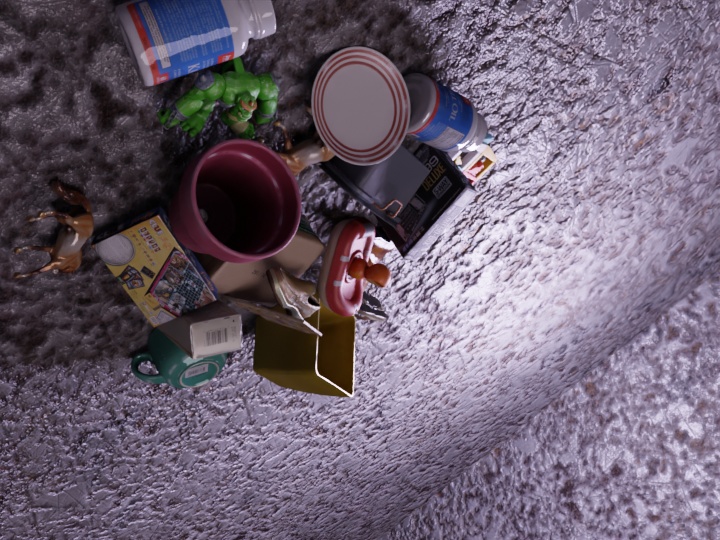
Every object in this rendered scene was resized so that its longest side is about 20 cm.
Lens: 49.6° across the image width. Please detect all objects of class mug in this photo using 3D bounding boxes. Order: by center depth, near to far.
[{"bbox_3d":[-0.371,0.187,1.654,0.185,0.115,0.152,-42,146,14],"label":"mug"}]

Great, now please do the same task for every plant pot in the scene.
[{"bbox_3d":[-0.228,-0.105,1.309,0.199,0.201,0.179,-4,176,-36],"label":"plant pot"},{"bbox_3d":[-0.131,0.171,1.753,0.176,0.201,0.200,-8,154,21],"label":"plant pot"}]

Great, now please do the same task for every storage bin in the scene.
[{"bbox_3d":[0.043,-0.186,1.505,0.134,0.146,0.200,-50,144,8],"label":"storage bin"}]

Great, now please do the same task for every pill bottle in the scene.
[{"bbox_3d":[-0.224,-0.339,1.079,0.199,0.112,0.112,-23,146,-13],"label":"pill bottle"},{"bbox_3d":[0.151,-0.289,1.471,0.200,0.112,0.112,11,128,-48],"label":"pill bottle"}]

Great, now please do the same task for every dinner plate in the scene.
[{"bbox_3d":[0.000,-0.282,1.342,0.200,0.024,0.201,-2,93,-31],"label":"dinner plate"}]

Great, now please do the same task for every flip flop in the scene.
[{"bbox_3d":[0.000,0.086,1.879,0.057,0.081,0.200,-26,155,18],"label":"flip flop"}]

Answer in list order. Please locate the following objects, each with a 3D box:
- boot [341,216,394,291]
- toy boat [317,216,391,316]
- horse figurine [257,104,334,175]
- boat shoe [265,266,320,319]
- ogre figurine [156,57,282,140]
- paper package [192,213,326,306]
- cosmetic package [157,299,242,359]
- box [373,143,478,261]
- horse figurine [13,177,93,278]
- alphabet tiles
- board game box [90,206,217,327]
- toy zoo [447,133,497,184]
[{"bbox_3d":[-0.019,-0.027,1.725,0.188,0.069,0.200,-7,141,-50],"label":"boot"},{"bbox_3d":[0.000,0.000,1.557,0.130,0.130,0.201,-20,128,-62],"label":"toy boat"},{"bbox_3d":[-0.094,-0.228,1.391,0.200,0.050,0.133,-28,138,0],"label":"horse figurine"},{"bbox_3d":[-0.124,0.037,1.514,0.076,0.072,0.200,-19,158,3],"label":"boat shoe"},{"bbox_3d":[-0.208,-0.267,1.224,0.199,0.098,0.120,11,148,-28],"label":"ogre figurine"},{"bbox_3d":[-0.203,-0.038,1.511,0.191,0.104,0.200,-46,144,20],"label":"paper package"},{"bbox_3d":[-0.315,0.098,1.502,0.103,0.200,0.073,-10,108,-30],"label":"cosmetic package"},{"bbox_3d":[0.126,-0.144,1.597,0.050,0.158,0.200,12,128,-47],"label":"box"},{"bbox_3d":[-0.494,-0.058,1.286,0.132,0.050,0.200,-7,135,-53],"label":"horse figurine"},{"bbox_3d":[-0.167,0.095,1.556,0.200,0.167,0.008,57,50,-74],"label":"alphabet tiles"},{"bbox_3d":[-0.363,-0.003,1.389,0.135,0.035,0.200,-23,122,8],"label":"board game box"},{"bbox_3d":[0.217,-0.219,1.698,0.200,0.020,0.131,-45,145,19],"label":"toy zoo"}]
